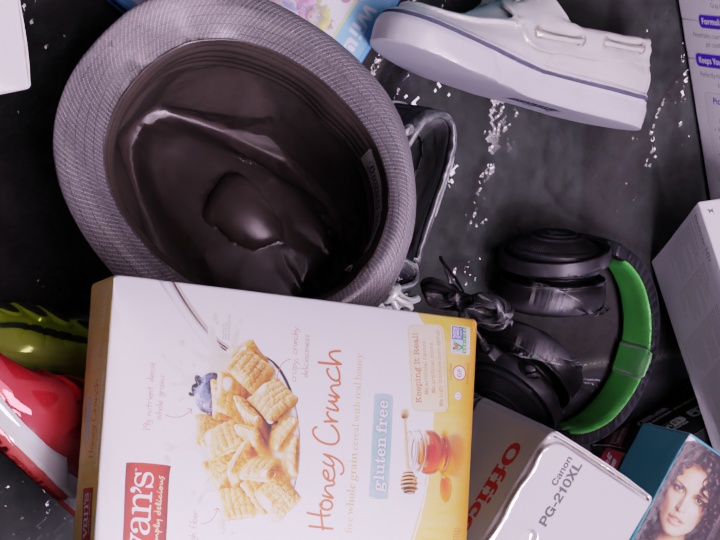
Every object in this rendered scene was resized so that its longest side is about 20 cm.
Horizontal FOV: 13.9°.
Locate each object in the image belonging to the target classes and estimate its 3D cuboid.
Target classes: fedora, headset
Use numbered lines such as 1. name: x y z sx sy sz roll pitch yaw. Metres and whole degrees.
1. fedora: -0.068 -0.045 1.567 0.200 0.090 0.177 35 72 -2
2. headset: 0.111 0.035 1.708 0.200 0.094 0.124 19 87 -44

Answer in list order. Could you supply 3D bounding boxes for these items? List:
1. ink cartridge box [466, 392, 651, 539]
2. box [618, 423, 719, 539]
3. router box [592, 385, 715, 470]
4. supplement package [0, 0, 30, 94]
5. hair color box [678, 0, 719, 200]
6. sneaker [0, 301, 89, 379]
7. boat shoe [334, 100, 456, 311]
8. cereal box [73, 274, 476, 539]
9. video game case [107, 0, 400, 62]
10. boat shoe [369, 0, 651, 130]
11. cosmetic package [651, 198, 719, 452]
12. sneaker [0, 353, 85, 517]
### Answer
1. ink cartridge box: 0.046 0.142 1.615 0.084 0.200 0.145 34 85 -29
2. box: 0.147 0.189 1.588 0.082 0.049 0.200 33 80 -24
3. router box: 0.242 0.163 1.827 0.150 0.062 0.200 -27 111 -25
4. supplement package: -0.278 -0.132 1.426 0.200 0.121 0.120 -14 105 -29
5. hair color box: 0.250 -0.121 1.760 0.065 0.109 0.200 -21 109 -28
6. sneaker: -0.133 0.078 1.588 0.200 0.074 0.084 22 106 -31
7. boat shoe: 0.002 0.001 1.640 0.074 0.068 0.199 36 73 -39
8. cereal box: -0.041 0.085 1.476 0.200 0.040 0.144 7 80 -24
9. video game case: -0.065 -0.179 1.610 0.200 0.018 0.143 38 77 -31
10. boat shoe: 0.091 -0.131 1.684 0.200 0.072 0.066 14 86 -34
11. cosmetic package: 0.234 0.063 1.734 0.051 0.083 0.200 -8 68 -18
12. sneaker: -0.129 0.063 1.507 0.116 0.078 0.200 -49 136 -8
